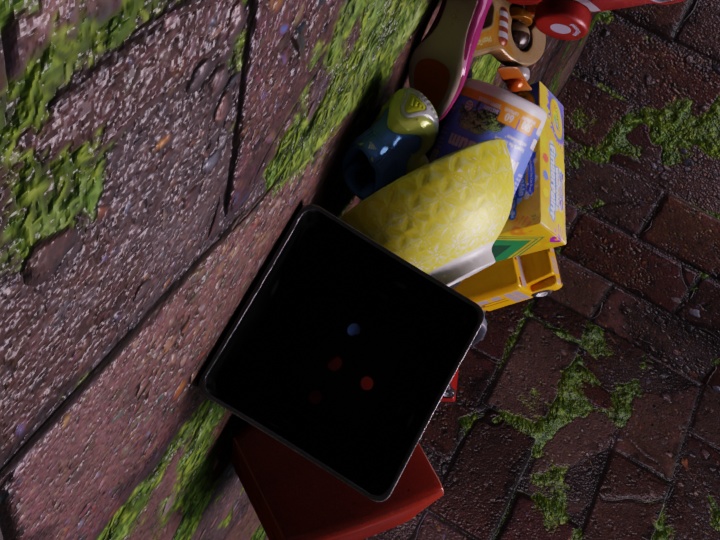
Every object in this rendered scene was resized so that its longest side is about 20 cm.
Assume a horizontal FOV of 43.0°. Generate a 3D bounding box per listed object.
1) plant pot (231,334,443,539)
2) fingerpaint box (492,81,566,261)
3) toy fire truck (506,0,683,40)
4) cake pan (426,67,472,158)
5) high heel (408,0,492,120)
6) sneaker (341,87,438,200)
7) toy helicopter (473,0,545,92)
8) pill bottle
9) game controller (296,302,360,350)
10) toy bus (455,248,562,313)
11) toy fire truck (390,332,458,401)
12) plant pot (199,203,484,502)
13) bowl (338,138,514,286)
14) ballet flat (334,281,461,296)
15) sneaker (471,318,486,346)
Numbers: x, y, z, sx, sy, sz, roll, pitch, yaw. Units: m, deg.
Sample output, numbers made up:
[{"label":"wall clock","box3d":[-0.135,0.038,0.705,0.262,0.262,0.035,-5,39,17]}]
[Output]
[{"label":"plant pot","box3d":[-0.044,0.227,1.062,0.174,0.202,0.201,-25,163,-19]},{"label":"fingerpaint box","box3d":[0.176,-0.120,1.183,0.073,0.165,0.203,29,57,-44]},{"label":"toy fire truck","box3d":[0.246,-0.344,1.002,0.198,0.167,0.114,24,79,-37]},{"label":"cake pan","box3d":[0.083,-0.176,1.126,0.202,0.036,0.201,-59,170,-17]},{"label":"high heel","box3d":[0.109,-0.252,0.954,0.096,0.067,0.202,-35,150,-45]},{"label":"sneaker","box3d":[0.020,-0.110,0.948,0.105,0.076,0.200,-40,164,-14]},{"label":"toy helicopter","box3d":[0.160,-0.267,1.089,0.199,0.078,0.134,-28,107,-42]},{"label":"pill bottle","box3d":[0.132,-0.113,1.080,0.112,0.111,0.203,-11,124,-77]},{"label":"game controller","box3d":[-0.018,0.074,1.105,0.104,0.042,0.199,-44,165,18]},{"label":"toy bus","box3d":[0.185,0.018,1.318,0.078,0.198,0.066,20,56,-55]},{"label":"toy fire truck","box3d":[0.046,0.120,1.107,0.200,0.139,0.049,56,38,-57]},{"label":"plant pot","box3d":[-0.021,0.088,0.909,0.202,0.198,0.178,-59,179,-12]},{"label":"bowl","box3d":[0.081,-0.040,0.939,0.198,0.109,0.200,-26,175,-3]},{"label":"ballet flat","box3d":[0.039,0.017,1.074,0.198,0.068,0.070,13,93,-42]},{"label":"sneaker","box3d":[0.085,0.063,1.125,0.199,0.065,0.080,-29,-138,55]}]
